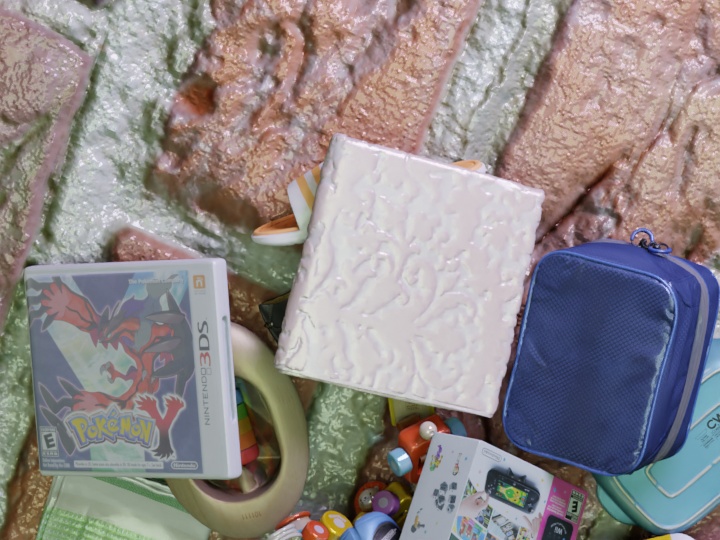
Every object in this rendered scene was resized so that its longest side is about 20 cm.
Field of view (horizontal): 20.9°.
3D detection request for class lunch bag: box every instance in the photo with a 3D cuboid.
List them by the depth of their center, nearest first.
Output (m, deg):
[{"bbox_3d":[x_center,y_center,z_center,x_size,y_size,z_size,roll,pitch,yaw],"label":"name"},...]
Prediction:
[{"bbox_3d":[0.215,0.063,1.636,0.136,0.132,0.201,19,102,26],"label":"lunch bag"}]

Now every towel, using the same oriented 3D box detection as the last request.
[{"bbox_3d":[0.042,0.006,1.605,0.190,0.032,0.201,14,91,-11],"label":"towel"},{"bbox_3d":[-0.223,0.269,1.738,0.149,0.031,0.201,19,101,-2],"label":"towel"}]

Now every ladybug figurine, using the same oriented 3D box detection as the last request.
[{"bbox_3d":[-0.113,0.130,1.687,0.135,0.072,0.201,-11,102,4],"label":"ladybug figurine"}]

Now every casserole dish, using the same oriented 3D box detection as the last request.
[{"bbox_3d":[0.292,0.151,1.704,0.200,0.039,0.121,-43,98,7],"label":"casserole dish"}]

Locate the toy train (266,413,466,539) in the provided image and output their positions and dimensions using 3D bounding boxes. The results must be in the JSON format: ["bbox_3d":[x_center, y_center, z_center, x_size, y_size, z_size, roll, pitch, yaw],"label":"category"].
[{"bbox_3d":[-0.005,0.189,1.658,0.200,0.150,0.056,-29,58,-17],"label":"toy train"}]

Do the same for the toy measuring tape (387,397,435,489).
[{"bbox_3d":[0.044,0.106,1.697,0.073,0.074,0.201,-7,124,2],"label":"toy measuring tape"}]

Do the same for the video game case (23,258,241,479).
[{"bbox_3d":[-0.195,0.084,1.649,0.199,0.023,0.183,-2,94,29],"label":"video game case"}]

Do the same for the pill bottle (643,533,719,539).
[{"bbox_3d":[0.243,0.291,1.691,0.199,0.112,0.113,-13,101,5],"label":"pill bottle"}]

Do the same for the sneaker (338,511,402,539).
[{"bbox_3d":[0.049,0.272,1.673,0.071,0.083,0.200,-40,142,9],"label":"sneaker"}]

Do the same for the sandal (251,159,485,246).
[{"bbox_3d":[0.001,-0.075,1.646,0.206,0.079,0.059,-19,102,-4],"label":"sandal"}]

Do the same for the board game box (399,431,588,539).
[{"bbox_3d":[0.096,0.252,1.606,0.147,0.064,0.201,28,76,-38],"label":"board game box"}]

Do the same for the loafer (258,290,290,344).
[{"bbox_3d":[0.000,0.000,1.661,0.200,0.073,0.072,-42,94,7],"label":"loafer"}]
